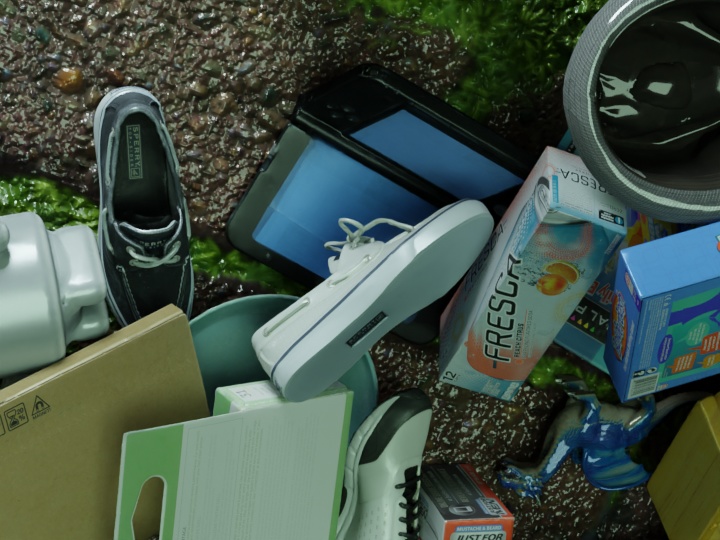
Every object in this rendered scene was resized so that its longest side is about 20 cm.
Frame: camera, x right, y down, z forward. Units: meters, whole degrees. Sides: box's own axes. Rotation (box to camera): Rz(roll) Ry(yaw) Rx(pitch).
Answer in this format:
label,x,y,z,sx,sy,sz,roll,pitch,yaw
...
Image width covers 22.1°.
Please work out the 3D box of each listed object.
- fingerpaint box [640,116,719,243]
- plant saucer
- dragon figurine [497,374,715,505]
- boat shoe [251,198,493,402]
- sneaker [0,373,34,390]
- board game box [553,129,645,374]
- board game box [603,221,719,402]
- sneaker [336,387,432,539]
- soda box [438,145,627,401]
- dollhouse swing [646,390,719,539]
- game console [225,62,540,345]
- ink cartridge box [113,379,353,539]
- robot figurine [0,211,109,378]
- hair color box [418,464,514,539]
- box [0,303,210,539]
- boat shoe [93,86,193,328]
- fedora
label,x,y,z,sx,sy,sz,roll,pitch,yaw
fingerpaint box,0.299,-0.060,1.409,0.165,0.073,0.202,-13,108,-9
plant saucer,-0.084,0.107,1.419,0.198,0.036,0.202,-8,113,-19
dragon figurine,0.204,0.140,1.505,0.198,0.059,0.101,-1,107,-15
boat shoe,0.001,0.002,1.354,0.202,0.086,0.075,-42,150,3
sneaker,-0.234,0.170,1.391,0.114,0.074,0.202,0,98,-13
board game box,0.203,-0.032,1.458,0.150,0.047,0.201,29,97,-21
board game box,0.278,0.016,1.319,0.198,0.045,0.153,-15,149,-8
sneaker,0.024,0.184,1.439,0.073,0.080,0.202,-12,127,-48
soda box,0.122,0.006,1.353,0.063,0.069,0.201,17,134,-13
dollhouse swing,0.365,0.180,1.465,0.198,0.177,0.182,-19,149,-26
game console,0.030,-0.043,1.374,0.199,0.175,0.117,28,69,-22
ink cartridge box,-0.102,0.160,1.361,0.198,0.048,0.147,-6,114,-34
robot figurine,-0.280,0.024,1.305,0.198,0.114,0.171,-10,140,-13
hair color box,0.068,0.269,1.479,0.063,0.111,0.202,0,107,-16
box,-0.194,0.138,1.323,0.199,0.021,0.165,-27,122,-29
boat shoe,-0.155,-0.030,1.346,0.071,0.068,0.202,-6,110,-13
fedora,0.232,-0.127,1.289,0.198,0.090,0.179,-9,103,-6
